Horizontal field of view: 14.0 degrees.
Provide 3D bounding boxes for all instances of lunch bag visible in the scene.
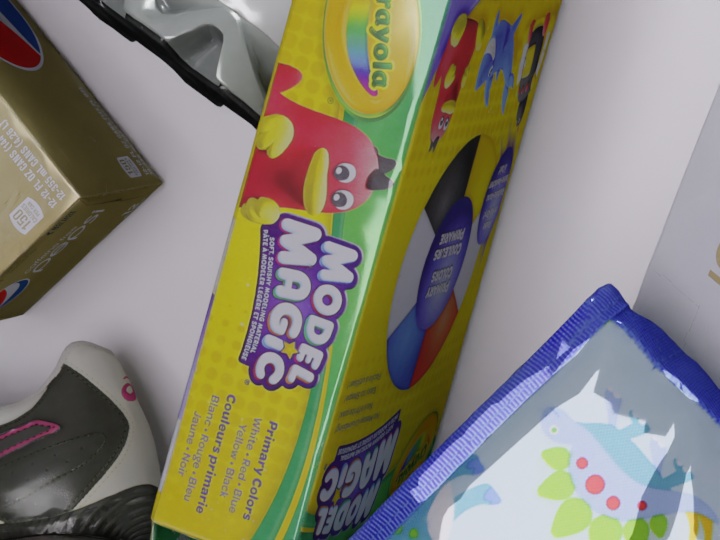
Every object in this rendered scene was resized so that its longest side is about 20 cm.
[{"bbox_3d":[0.066,0.124,0.789,0.170,0.127,0.200,46,126,9],"label":"lunch bag"}]

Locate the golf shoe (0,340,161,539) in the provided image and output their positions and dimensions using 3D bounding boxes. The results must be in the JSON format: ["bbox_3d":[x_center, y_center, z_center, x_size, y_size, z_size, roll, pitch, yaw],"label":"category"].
[{"bbox_3d":[-0.148,0.085,0.908,0.199,0.077,0.088,-13,71,18],"label":"golf shoe"}]

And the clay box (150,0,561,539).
[{"bbox_3d":[0.000,0.000,0.814,0.047,0.115,0.201,18,102,16],"label":"clay box"}]

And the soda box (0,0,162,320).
[{"bbox_3d":[-0.153,-0.079,0.887,0.068,0.064,0.200,-42,82,19],"label":"soda box"}]

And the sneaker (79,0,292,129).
[{"bbox_3d":[-0.075,-0.125,0.858,0.200,0.074,0.089,35,87,15],"label":"sneaker"}]

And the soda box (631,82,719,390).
[{"bbox_3d":[0.135,-0.044,0.744,0.068,0.064,0.200,41,131,29],"label":"soda box"}]
